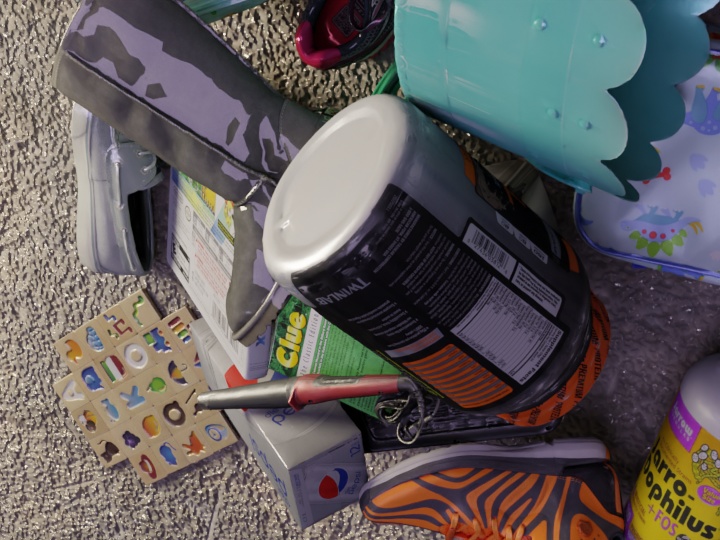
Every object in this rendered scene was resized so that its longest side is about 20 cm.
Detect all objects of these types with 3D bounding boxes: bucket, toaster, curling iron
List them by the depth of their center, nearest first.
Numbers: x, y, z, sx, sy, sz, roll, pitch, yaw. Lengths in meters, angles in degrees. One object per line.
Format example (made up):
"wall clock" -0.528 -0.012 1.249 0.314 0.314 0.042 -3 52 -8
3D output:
"bucket" 0.115 -0.153 0.586 0.133 0.207 0.211 20 119 22
"curling iron" -0.036 0.095 0.771 0.197 0.026 0.050 -2 108 27
"toaster" 0.068 0.025 0.804 0.197 0.119 0.184 -11 107 28

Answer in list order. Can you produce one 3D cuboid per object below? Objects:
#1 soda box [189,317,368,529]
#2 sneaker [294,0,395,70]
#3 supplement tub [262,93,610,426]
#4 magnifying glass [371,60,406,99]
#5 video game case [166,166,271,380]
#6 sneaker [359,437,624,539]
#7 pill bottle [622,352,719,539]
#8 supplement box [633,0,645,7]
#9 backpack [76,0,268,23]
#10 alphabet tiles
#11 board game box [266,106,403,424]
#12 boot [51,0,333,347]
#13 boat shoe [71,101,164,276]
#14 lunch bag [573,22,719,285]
"soda box" -0.067 0.105 0.861 0.200 0.063 0.069 47 153 47
"sneaker" 0.028 -0.214 0.745 0.080 0.075 0.201 40 121 3
"supplement tub" 0.050 0.003 0.630 0.122 0.124 0.199 -32 127 31
"magnifying glass" 0.069 -0.171 0.754 0.022 0.080 0.201 32 114 -19
"video game case" -0.108 -0.046 0.838 0.200 0.022 0.185 46 136 52
"sneaker" 0.101 0.188 0.786 0.196 0.114 0.078 -6 152 -6
"pill bottle" 0.262 0.132 0.772 0.103 0.104 0.203 22 118 13
"supplement box" 0.161 -0.196 0.698 0.069 0.067 0.200 42 121 2
"backpack" -0.098 -0.251 0.726 0.198 0.178 0.152 -23 109 25
"alphabet tiles" -0.204 0.114 1.031 0.198 0.006 0.168 -28 99 31
"board game box" 0.000 0.000 0.742 0.103 0.023 0.203 22 119 14
"boot" -0.109 -0.070 0.690 0.198 0.073 0.184 28 108 -8
"boat shoe" -0.196 -0.086 0.911 0.070 0.070 0.204 11 120 8
"lunch bag" 0.242 -0.070 0.707 0.197 0.082 0.164 14 116 18
